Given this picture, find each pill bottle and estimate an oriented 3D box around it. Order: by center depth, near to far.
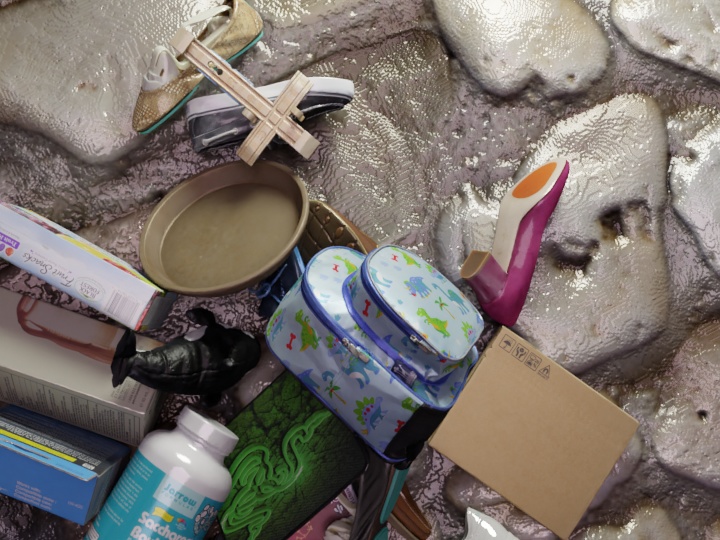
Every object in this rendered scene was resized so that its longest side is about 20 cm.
[{"bbox_3d":[-0.208,0.248,0.928,0.109,0.111,0.202,30,83,-1],"label":"pill bottle"}]

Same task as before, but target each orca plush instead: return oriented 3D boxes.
[{"bbox_3d":[-0.162,0.085,0.924,0.070,0.199,0.108,-8,70,34],"label":"orca plush"}]

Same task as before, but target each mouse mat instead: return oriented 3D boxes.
[{"bbox_3d":[-0.090,0.202,0.943,0.200,0.007,0.162,-43,52,15],"label":"mouse mat"}]

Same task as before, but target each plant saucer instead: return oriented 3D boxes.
[{"bbox_3d":[-0.147,-0.045,0.970,0.196,0.030,0.203,-9,47,10],"label":"plant saucer"}]

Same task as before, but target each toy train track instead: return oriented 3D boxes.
[{"bbox_3d":[-0.128,-0.195,0.964,0.199,0.033,0.115,39,91,-1],"label":"toy train track"}]

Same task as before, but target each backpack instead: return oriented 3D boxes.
[{"bbox_3d":[0.020,0.062,0.889,0.199,0.183,0.148,36,114,7],"label":"backpack"}]

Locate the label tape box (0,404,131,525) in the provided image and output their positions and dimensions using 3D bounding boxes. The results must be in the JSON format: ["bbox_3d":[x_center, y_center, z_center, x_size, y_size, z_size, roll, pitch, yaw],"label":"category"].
[{"bbox_3d":[-0.329,0.199,0.902,0.142,0.200,0.064,22,87,-2],"label":"label tape box"}]

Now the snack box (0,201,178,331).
[{"bbox_3d":[-0.302,-0.004,0.950,0.197,0.142,0.054,29,85,-2],"label":"snack box"}]

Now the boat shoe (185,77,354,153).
[{"bbox_3d":[-0.100,-0.174,1.013,0.195,0.072,0.069,-10,86,-4],"label":"boat shoe"}]

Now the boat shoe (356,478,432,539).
[{"bbox_3d":[0.023,0.215,0.989,0.068,0.072,0.201,-39,89,-5],"label":"boat shoe"}]

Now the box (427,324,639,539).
[{"bbox_3d":[0.200,0.188,1.023,0.198,0.021,0.165,34,89,-2],"label":"box"}]

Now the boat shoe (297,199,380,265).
[{"bbox_3d":[0.001,0.000,1.011,0.072,0.068,0.200,-42,92,23],"label":"boat shoe"}]

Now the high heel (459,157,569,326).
[{"bbox_3d":[0.199,-0.035,1.042,0.201,0.067,0.096,-50,119,-10],"label":"high heel"}]

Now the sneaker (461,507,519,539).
[{"bbox_3d":[0.093,0.363,0.991,0.088,0.075,0.201,36,78,12],"label":"sneaker"}]

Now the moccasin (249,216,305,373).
[{"bbox_3d":[-0.084,0.040,0.992,0.067,0.080,0.204,-17,86,-7],"label":"moccasin"}]

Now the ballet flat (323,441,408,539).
[{"bbox_3d":[0.003,0.261,0.925,0.067,0.068,0.204,17,98,22],"label":"ballet flat"}]

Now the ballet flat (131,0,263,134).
[{"bbox_3d":[-0.200,-0.243,1.011,0.200,0.070,0.066,-46,129,-13],"label":"ballet flat"}]

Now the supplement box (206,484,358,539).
[{"bbox_3d":[-0.080,0.319,0.980,0.197,0.061,0.111,-25,88,-4],"label":"supplement box"}]

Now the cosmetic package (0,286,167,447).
[{"bbox_3d":[-0.309,0.107,0.951,0.196,0.104,0.089,19,57,-3],"label":"cosmetic package"}]
